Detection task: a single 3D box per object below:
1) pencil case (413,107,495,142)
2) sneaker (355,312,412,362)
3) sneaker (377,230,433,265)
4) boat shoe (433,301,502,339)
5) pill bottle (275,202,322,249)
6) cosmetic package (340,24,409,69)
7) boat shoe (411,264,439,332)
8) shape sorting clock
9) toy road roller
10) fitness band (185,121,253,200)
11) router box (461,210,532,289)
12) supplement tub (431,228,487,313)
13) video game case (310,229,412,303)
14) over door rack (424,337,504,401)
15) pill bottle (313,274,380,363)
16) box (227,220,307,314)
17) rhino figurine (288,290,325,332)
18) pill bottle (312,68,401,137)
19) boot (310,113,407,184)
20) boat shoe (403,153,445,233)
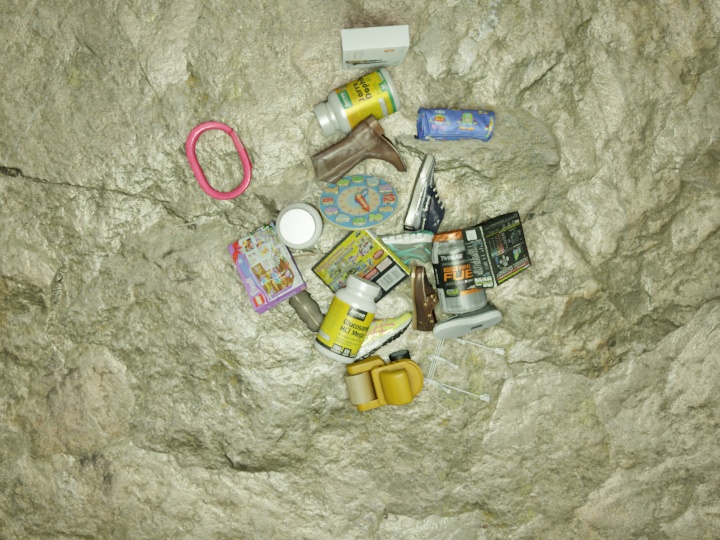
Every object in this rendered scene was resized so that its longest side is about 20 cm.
[{"bbox_3d":[0.236,-0.361,1.467,0.199,0.078,0.087,2,67,-2],"label":"pencil case"},{"bbox_3d":[0.043,0.153,1.522,0.200,0.078,0.090,-30,73,-10],"label":"sneaker"},{"bbox_3d":[0.089,-0.047,1.480,0.199,0.078,0.092,-4,99,22],"label":"sneaker"},{"bbox_3d":[0.269,0.127,1.509,0.199,0.069,0.057,-10,55,-22],"label":"boat shoe"},{"bbox_3d":[-0.146,-0.109,1.422,0.111,0.200,0.111,0,96,-2],"label":"pill bottle"},{"bbox_3d":[0.030,-0.522,1.383,0.150,0.200,0.052,-7,97,0],"label":"cosmetic package"},{"bbox_3d":[0.166,0.072,1.487,0.070,0.070,0.200,5,129,18],"label":"boat shoe"},{"bbox_3d":[-0.005,-0.172,1.442,0.199,0.200,0.039,0,138,-2],"label":"shape sorting clock"},{"bbox_3d":[0.062,0.289,1.498,0.199,0.146,0.123,-15,96,0],"label":"toy road roller"},{"bbox_3d":[-0.356,-0.277,1.483,0.143,0.037,0.200,-23,95,3],"label":"fitness band"},{"bbox_3d":[0.341,-0.053,1.454,0.062,0.200,0.150,-11,98,44],"label":"router box"},{"bbox_3d":[0.246,0.000,1.485,0.122,0.123,0.201,-12,96,0],"label":"supplement tub"},{"bbox_3d":[0.000,0.000,1.485,0.181,0.026,0.200,45,120,-6],"label":"video game case"},{"bbox_3d":[0.272,0.253,1.541,0.199,0.067,0.148,16,96,-3],"label":"over door rack"},{"bbox_3d":[-0.028,0.116,1.443,0.112,0.112,0.200,23,96,-4],"label":"pill bottle"},{"bbox_3d":[-0.234,-0.009,1.464,0.137,0.039,0.200,-29,65,2],"label":"box"},{"bbox_3d":[-0.152,0.077,1.498,0.060,0.087,0.200,-38,96,2],"label":"rhino figurine"},{"bbox_3d":[-0.011,-0.405,1.438,0.200,0.113,0.113,-24,96,1],"label":"pill bottle"},{"bbox_3d":[-0.005,-0.261,1.452,0.200,0.064,0.186,-37,121,8],"label":"boot"},{"bbox_3d":[0.178,-0.189,1.492,0.092,0.075,0.201,16,104,-4],"label":"boat shoe"}]
